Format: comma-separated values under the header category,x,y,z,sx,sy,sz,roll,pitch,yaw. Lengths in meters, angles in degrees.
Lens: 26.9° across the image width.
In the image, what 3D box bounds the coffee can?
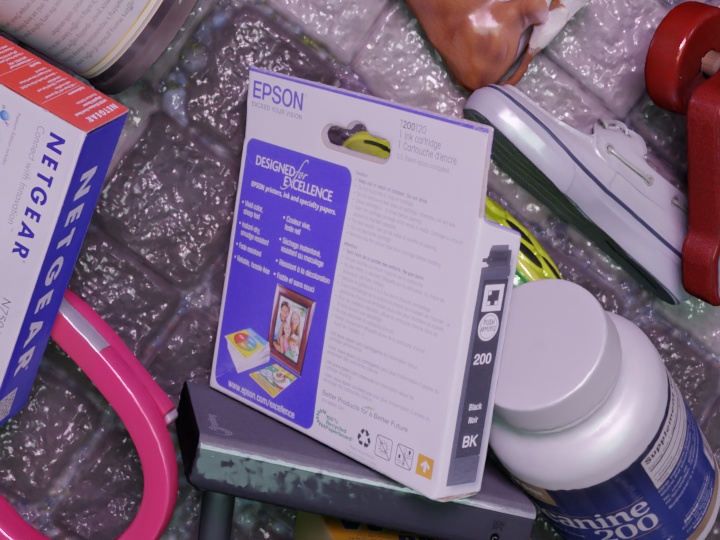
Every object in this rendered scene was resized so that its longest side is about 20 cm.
category,x,y,z,sx,sy,sz,roll,pitch,yaw
coffee can,-0.183,-0.205,0.789,0.199,0.146,0.147,29,92,-27

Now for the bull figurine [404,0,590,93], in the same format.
category,x,y,z,sx,sy,sz,roll,pitch,yaw
bull figurine,0.050,-0.199,0.890,0.121,0.065,0.201,-27,113,28

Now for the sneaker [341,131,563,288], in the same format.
category,x,y,z,sx,sy,sz,roll,pitch,yaw
sneaker,0.055,-0.006,0.932,0.199,0.074,0.084,36,111,-13

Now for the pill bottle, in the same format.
category,x,y,z,sx,sy,sz,roll,pitch,yaw
pill bottle,0.137,0.093,0.887,0.111,0.111,0.200,-41,137,-3

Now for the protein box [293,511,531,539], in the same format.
category,x,y,z,sx,sy,sz,roll,pitch,yaw
protein box,0.029,0.253,0.889,0.133,0.198,0.203,7,96,-12

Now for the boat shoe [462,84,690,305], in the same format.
category,x,y,z,sx,sy,sz,roll,pitch,yaw
boat shoe,0.148,-0.062,0.939,0.200,0.073,0.067,40,84,-26

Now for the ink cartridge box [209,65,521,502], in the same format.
category,x,y,z,sx,sy,sz,roll,pitch,yaw
ink cartridge box,0.000,0.000,0.846,0.043,0.197,0.203,-5,109,-44

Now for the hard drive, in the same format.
category,x,y,z,sx,sy,sz,roll,pitch,yaw
hard drive,-0.009,0.115,0.892,0.198,0.140,0.033,13,97,-12

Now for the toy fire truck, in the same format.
category,x,y,z,sx,sy,sz,roll,pitch,yaw
toy fire truck,0.262,-0.091,0.926,0.199,0.112,0.170,-34,132,-33

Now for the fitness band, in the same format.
category,x,y,z,sx,sy,sz,roll,pitch,yaw
fitness band,-0.191,0.090,0.879,0.143,0.037,0.200,-42,87,17

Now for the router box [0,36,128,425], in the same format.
category,x,y,z,sx,sy,sz,roll,pitch,yaw
router box,-0.237,-0.038,0.805,0.178,0.049,0.202,29,117,8

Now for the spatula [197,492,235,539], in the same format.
category,x,y,z,sx,sy,sz,roll,pitch,yaw
spatula,-0.097,0.207,0.941,0.056,0.021,0.202,6,110,-12
